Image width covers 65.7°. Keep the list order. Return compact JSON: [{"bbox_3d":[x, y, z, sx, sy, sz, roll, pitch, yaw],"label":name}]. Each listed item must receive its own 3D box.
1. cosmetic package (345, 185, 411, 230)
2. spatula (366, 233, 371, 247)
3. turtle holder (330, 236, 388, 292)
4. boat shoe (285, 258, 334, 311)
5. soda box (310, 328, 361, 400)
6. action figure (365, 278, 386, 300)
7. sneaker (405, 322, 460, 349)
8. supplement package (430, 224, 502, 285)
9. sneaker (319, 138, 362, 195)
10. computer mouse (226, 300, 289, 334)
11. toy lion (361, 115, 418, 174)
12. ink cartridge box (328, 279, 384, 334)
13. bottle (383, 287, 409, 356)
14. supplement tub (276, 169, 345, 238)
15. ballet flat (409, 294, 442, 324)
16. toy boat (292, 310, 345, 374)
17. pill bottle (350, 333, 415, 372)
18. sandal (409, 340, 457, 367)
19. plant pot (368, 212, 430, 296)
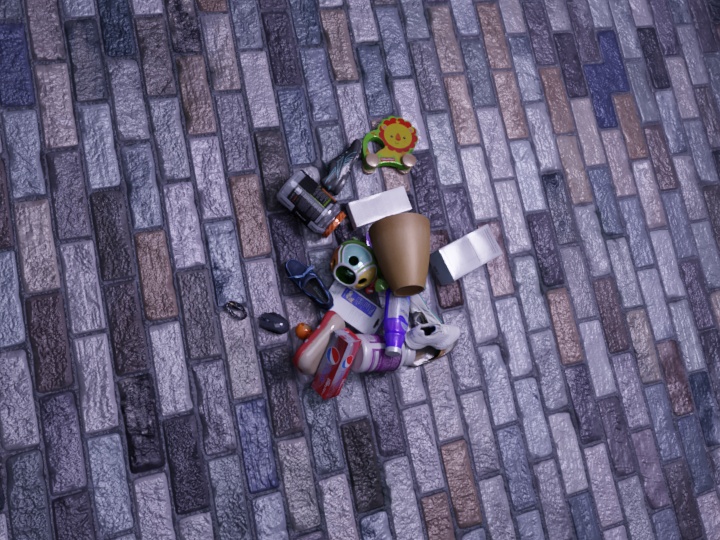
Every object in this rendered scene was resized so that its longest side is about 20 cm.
[{"bbox_3d":[0.059,-0.201,1.794,0.198,0.051,0.083,-19,84,-17],"label":"cosmetic package"},{"bbox_3d":[0.113,-0.096,1.806,0.197,0.021,0.057,-4,80,-16],"label":"spatula"},{"bbox_3d":[-0.010,0.003,1.677,0.186,0.140,0.132,53,31,-8],"label":"turtle holder"},{"bbox_3d":[-0.148,0.031,1.672,0.199,0.069,0.084,39,77,13],"label":"boat shoe"},{"bbox_3d":[-0.071,0.270,1.613,0.063,0.070,0.202,-5,123,-51],"label":"soda box"},{"bbox_3d":[0.112,0.042,1.758,0.198,0.065,0.100,-26,79,-17],"label":"action figure"},{"bbox_3d":[0.231,0.194,1.695,0.198,0.087,0.075,-4,60,-33],"label":"sneaker"},{"bbox_3d":[0.338,-0.050,1.810,0.198,0.109,0.115,-26,88,-17],"label":"supplement package"},{"bbox_3d":[-0.058,-0.342,1.776,0.079,0.075,0.202,27,75,-6],"label":"sneaker"},{"bbox_3d":[-0.303,0.137,1.651,0.198,0.034,0.059,21,77,-10],"label":"computer mouse"},{"bbox_3d":[0.097,-0.418,1.841,0.197,0.069,0.194,-3,74,-15],"label":"toy lion"},{"bbox_3d":[-0.022,0.119,1.725,0.199,0.039,0.100,36,74,-5],"label":"ink cartridge box"},{"bbox_3d":[0.103,0.149,1.632,0.084,0.065,0.202,44,45,-48],"label":"bottle"},{"bbox_3d":[-0.147,-0.199,1.703,0.200,0.122,0.123,42,73,-4],"label":"supplement tub"},{"bbox_3d":[0.184,0.124,1.742,0.070,0.069,0.200,-48,118,-17],"label":"ballet flat"},{"bbox_3d":[-0.139,0.199,1.652,0.130,0.131,0.200,34,72,24],"label":"toy boat"},{"bbox_3d":[0.064,0.247,1.672,0.198,0.112,0.114,5,79,-33],"label":"pill bottle"},{"bbox_3d":[0.228,0.243,1.760,0.198,0.055,0.083,-22,87,-17],"label":"sandal"},{"bbox_3d":[0.126,-0.034,1.614,0.184,0.187,0.202,-2,68,-15],"label":"plant pot"}]
